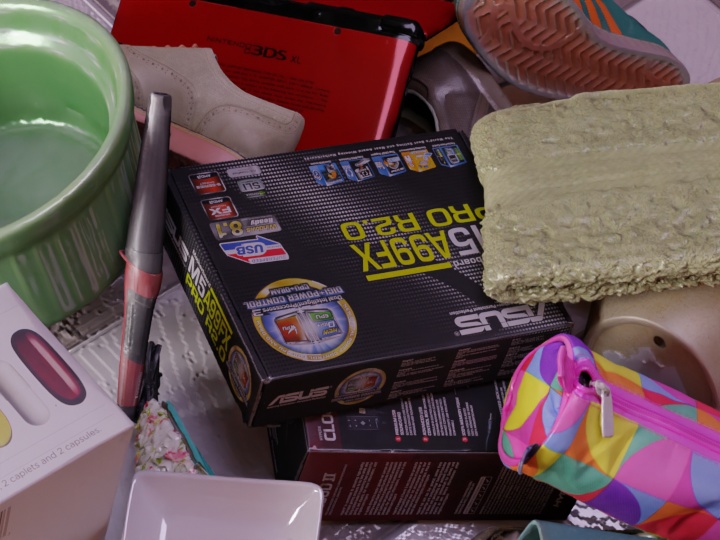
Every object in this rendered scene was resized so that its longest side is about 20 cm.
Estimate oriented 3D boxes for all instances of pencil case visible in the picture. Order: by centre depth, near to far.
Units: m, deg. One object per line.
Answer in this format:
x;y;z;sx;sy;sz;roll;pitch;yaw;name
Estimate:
0.170;0.107;1.343;0.199;0.088;0.089;25;46;-19;pencil case

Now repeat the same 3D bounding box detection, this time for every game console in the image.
-0.053;-0.129;1.566;0.199;0.119;0.173;12;78;15;game console

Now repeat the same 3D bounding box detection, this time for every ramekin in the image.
-0.216;-0.054;1.391;0.199;0.098;0.201;-7;49;8;ramekin

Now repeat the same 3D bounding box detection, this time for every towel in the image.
0.165;-0.045;1.389;0.199;0.037;0.149;-7;49;6;towel

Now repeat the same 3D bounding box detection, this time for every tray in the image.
-0.080;0.206;1.255;0.107;0.022;0.201;3;71;11;tray

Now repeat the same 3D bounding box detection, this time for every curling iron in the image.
-0.123;-0.003;1.369;0.025;0.201;0.050;4;19;0;curling iron

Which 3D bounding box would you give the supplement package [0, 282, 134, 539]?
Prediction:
-0.235;0.129;1.233;0.199;0.156;0.111;-31;65;-34;supplement package

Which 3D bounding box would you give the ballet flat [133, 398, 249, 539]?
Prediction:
-0.085;0.156;1.318;0.064;0.076;0.200;-29;59;-13;ballet flat

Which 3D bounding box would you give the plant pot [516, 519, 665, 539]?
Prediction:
0.167;0.235;1.288;0.199;0.142;0.142;6;49;-22;plant pot

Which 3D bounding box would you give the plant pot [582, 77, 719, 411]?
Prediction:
0.220;0.011;1.454;0.187;0.188;0.200;34;50;12;plant pot

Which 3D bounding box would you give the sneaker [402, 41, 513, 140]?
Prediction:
0.086;-0.061;1.565;0.075;0.071;0.200;-31;59;-16;sneaker

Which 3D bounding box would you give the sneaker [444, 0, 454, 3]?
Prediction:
0.004;-0.246;1.691;0.080;0.074;0.200;28;18;-52;sneaker

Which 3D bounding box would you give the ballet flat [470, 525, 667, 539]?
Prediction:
0.140;0.174;1.374;0.199;0.071;0.071;1;51;-17;ballet flat

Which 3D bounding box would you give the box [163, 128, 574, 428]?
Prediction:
0.000;0.000;1.388;0.199;0.044;0.161;-9;52;-25;box

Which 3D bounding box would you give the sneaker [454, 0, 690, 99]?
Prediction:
0.131;-0.159;1.624;0.199;0.072;0.080;22;22;-38;sneaker

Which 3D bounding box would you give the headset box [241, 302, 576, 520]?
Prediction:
0.025;0.067;1.420;0.199;0.075;0.149;1;51;-17;headset box

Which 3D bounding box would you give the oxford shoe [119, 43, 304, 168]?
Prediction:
-0.124;-0.109;1.484;0.199;0.071;0.074;32;73;14;oxford shoe
